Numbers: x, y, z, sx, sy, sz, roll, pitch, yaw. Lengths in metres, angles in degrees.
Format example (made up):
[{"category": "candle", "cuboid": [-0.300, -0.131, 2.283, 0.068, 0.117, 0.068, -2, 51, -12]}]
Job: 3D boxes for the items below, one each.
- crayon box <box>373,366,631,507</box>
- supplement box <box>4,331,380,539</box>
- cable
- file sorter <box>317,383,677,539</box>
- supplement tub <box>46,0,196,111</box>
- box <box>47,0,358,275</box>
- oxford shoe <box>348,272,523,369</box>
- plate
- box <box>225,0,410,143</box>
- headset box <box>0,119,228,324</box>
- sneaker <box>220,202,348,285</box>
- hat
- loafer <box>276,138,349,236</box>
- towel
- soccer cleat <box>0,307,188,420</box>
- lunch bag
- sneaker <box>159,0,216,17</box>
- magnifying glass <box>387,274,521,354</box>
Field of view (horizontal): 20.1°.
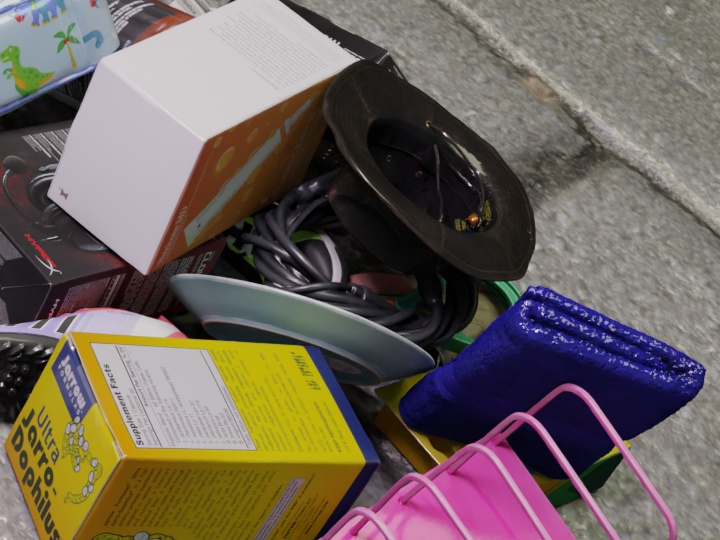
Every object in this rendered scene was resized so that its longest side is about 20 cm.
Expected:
[{"category": "crayon box", "cuboid": [0.099, 0.127, 1.537, 0.199, 0.051, 0.127, -12, 52, -49]}, {"category": "supplement box", "cuboid": [-0.108, 0.118, 1.312, 0.199, 0.110, 0.109, 6, 40, -37]}, {"category": "cable", "cuboid": [0.000, 0.000, 1.495, 0.163, 0.051, 0.200, 46, 31, 11]}, {"category": "file sorter", "cuboid": [0.082, 0.180, 1.305, 0.199, 0.125, 0.139, -27, 77, -35]}, {"category": "supplement tub", "cuboid": [-0.199, -0.173, 1.602, 0.107, 0.108, 0.200, -5, 25, -45]}, {"category": "box", "cuboid": [-0.109, -0.102, 1.440, 0.097, 0.125, 0.200, 38, 36, 14]}, {"category": "oxford shoe", "cuboid": [0.064, 0.052, 1.605, 0.199, 0.071, 0.074, 3, 54, -28]}, {"category": "plate", "cuboid": [-0.045, 0.048, 1.442, 0.199, 0.200, 0.026, 22, 76, -17]}, {"category": "box", "cuboid": [-0.005, -0.130, 1.650, 0.193, 0.048, 0.200, 37, -12, 44]}, {"category": "headset box", "cuboid": [-0.205, -0.031, 1.465, 0.149, 0.077, 0.199, 46, 36, 22]}, {"category": "sneaker", "cuboid": [-0.098, -0.031, 1.559, 0.200, 0.072, 0.083, 39, 20, 26]}, {"category": "hat", "cuboid": [0.033, -0.054, 1.476, 0.200, 0.081, 0.201, 32, 35, -26]}, {"category": "loafer", "cuboid": [-0.076, -0.085, 1.666, 0.199, 0.068, 0.076, 29, 36, 25]}, {"category": "towel", "cuboid": [0.129, 0.078, 1.399, 0.147, 0.200, 0.050, 20, 62, -15]}, {"category": "soccer cleat", "cuboid": [-0.194, 0.056, 1.366, 0.199, 0.068, 0.073, 7, 38, -41]}, {"category": "lunch bag", "cuboid": [-0.291, -0.166, 1.476, 0.199, 0.083, 0.160, -29, 29, -28]}, {"category": "sneaker", "cuboid": [-0.131, -0.172, 1.644, 0.074, 0.088, 0.199, -21, 34, -38]}, {"category": "magnifying glass", "cuboid": [0.043, 0.033, 1.546, 0.199, 0.022, 0.080, -3, 60, -31]}]
